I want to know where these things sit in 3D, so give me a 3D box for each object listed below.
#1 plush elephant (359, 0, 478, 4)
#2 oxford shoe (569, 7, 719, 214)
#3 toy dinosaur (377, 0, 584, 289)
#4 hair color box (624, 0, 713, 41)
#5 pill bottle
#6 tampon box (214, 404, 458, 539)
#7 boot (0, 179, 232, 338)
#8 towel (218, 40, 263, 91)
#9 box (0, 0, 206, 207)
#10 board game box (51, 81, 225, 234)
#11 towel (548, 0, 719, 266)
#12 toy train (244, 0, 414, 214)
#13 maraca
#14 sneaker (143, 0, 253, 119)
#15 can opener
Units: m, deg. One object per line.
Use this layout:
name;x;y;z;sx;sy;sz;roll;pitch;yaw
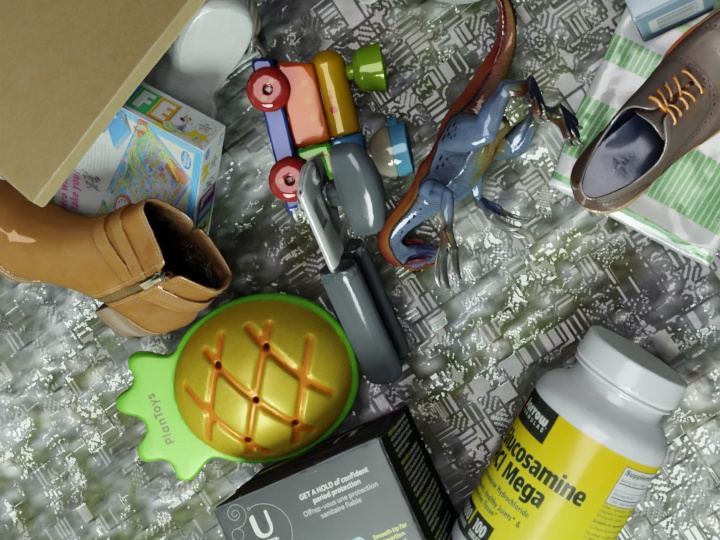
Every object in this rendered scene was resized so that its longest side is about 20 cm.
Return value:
plush elephant;0.040;-0.274;0.895;0.198;0.155;0.167;-17;92;13
oxford shoe;0.232;-0.118;0.890;0.071;0.073;0.200;41;101;8
toy dinosaur;0.079;-0.080;0.948;0.180;0.105;0.202;-25;69;31
hair color box;0.188;-0.275;0.882;0.060;0.099;0.202;-22;84;16
pill bottle;0.162;0.149;0.936;0.112;0.112;0.202;30;101;8
tampon box;0.004;0.236;0.972;0.149;0.126;0.202;-24;90;13
boot;-0.202;-0.021;0.928;0.200;0.077;0.155;42;146;-17
towel;-0.200;-0.213;1.017;0.191;0.035;0.201;-31;89;13
box;-0.225;-0.170;0.886;0.163;0.021;0.201;37;88;18
board game box;-0.182;-0.064;0.969;0.133;0.034;0.201;28;140;8
towel;0.249;-0.124;0.934;0.151;0.023;0.202;27;101;9
toy train;-0.031;-0.155;0.961;0.114;0.085;0.203;-13;98;2
maraca;-0.098;0.095;0.986;0.198;0.107;0.139;-21;98;7
sneaker;-0.144;-0.165;0.964;0.200;0.075;0.089;-46;46;40
can opener;0.000;0.000;0.938;0.066;0.053;0.202;-4;124;22
